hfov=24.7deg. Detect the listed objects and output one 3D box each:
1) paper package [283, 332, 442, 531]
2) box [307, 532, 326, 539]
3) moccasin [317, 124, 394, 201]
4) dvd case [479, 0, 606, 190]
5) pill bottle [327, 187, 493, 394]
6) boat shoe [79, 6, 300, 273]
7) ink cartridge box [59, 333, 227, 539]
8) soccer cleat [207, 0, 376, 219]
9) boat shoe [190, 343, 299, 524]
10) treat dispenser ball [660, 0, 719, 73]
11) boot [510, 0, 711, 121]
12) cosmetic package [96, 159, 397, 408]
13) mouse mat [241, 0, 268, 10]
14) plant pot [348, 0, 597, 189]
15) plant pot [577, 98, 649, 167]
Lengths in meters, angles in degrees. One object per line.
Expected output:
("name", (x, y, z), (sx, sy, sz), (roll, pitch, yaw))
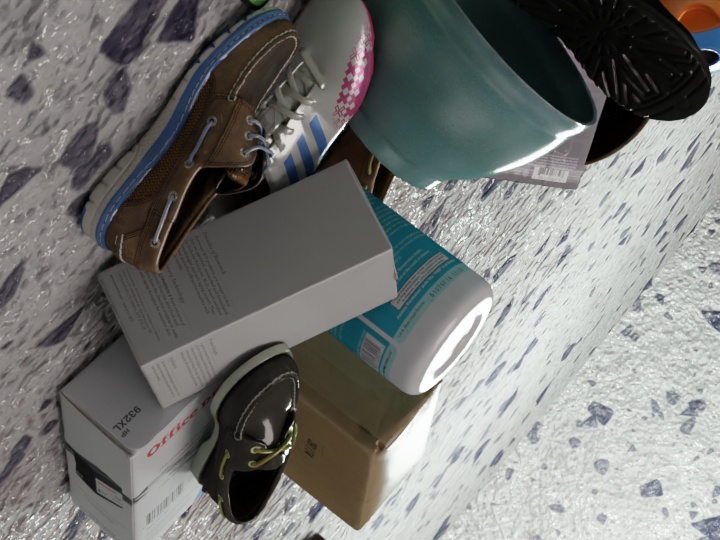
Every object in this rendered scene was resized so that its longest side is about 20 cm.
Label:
("paper package", (-0.033, 0.113, 1.482), (0.104, 0.190, 0.200), (-47, 163, -23))
("box", (-0.062, 0.506, 2.285), (0.166, 0.164, 0.200), (-44, 162, -29))
("moccasin", (0.035, -0.127, 1.370), (0.202, 0.078, 0.074), (-58, 162, 15))
("dvd case", (0.150, -0.170, 1.375), (0.148, 0.016, 0.201), (5, 111, -31))
("pill bottle", (0.000, 0.000, 1.318), (0.111, 0.200, 0.111), (-47, 164, -18))
("boat shoe", (-0.097, -0.083, 1.099), (0.200, 0.072, 0.072), (-52, 165, -3))
("ink cartridge box", (-0.162, 0.122, 1.330), (0.145, 0.084, 0.200), (-44, 162, -27))
("soccer cleat", (-0.051, -0.109, 1.181), (0.086, 0.070, 0.201), (-26, 148, -49))
("boat shoe", (-0.079, 0.128, 1.263), (0.071, 0.061, 0.202), (-22, 155, -28))
("treat dispenser ball", (0.334, -0.296, 1.639), (0.201, 0.201, 0.201), (-47, 163, -19))
("boot", (0.206, -0.232, 1.292), (0.079, 0.211, 0.158), (-34, -160, 43))
("cosmetic package", (-0.078, 0.012, 1.202), (0.199, 0.085, 0.108), (-26, 159, -9))
("mouse mat", (-0.030, -0.263, 1.029), (0.200, 0.008, 0.161), (-53, 164, 2))
("plant pot", (0.063, -0.147, 1.241), (0.134, 0.201, 0.200), (-39, 170, 21))
("plant pot", (0.191, -0.205, 1.516), (0.187, 0.186, 0.200), (-58, 178, 19))
